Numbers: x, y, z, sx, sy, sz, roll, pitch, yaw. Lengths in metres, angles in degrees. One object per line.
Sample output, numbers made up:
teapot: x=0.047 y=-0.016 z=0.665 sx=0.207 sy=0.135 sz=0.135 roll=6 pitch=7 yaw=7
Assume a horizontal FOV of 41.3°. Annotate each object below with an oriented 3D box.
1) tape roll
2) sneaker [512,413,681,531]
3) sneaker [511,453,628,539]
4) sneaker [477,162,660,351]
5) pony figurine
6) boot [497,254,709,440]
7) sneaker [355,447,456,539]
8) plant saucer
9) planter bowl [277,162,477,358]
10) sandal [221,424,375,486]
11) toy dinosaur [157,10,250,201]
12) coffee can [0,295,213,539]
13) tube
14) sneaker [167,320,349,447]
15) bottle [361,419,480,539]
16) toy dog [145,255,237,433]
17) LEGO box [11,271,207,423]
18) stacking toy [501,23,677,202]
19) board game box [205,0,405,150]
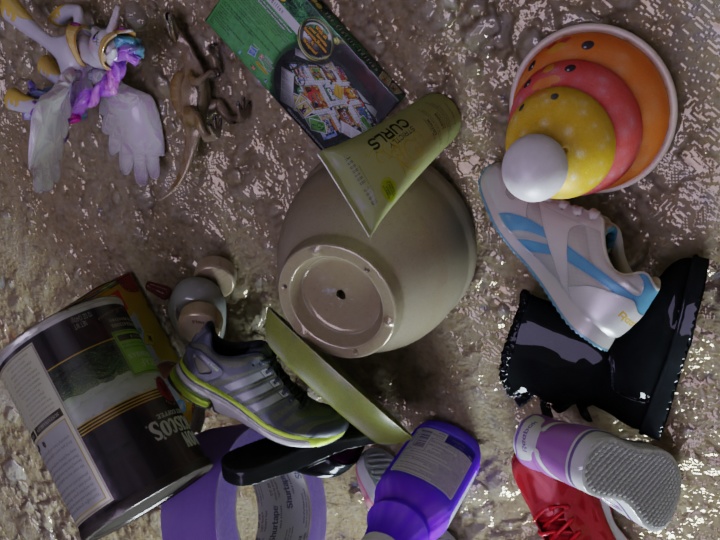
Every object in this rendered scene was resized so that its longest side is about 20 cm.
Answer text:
tape roll: x=-0.129 y=0.277 z=1.091 sx=0.084 sy=0.200 sz=0.202 roll=-13 pitch=106 yaw=31
sneaker: x=0.222 y=0.182 z=0.907 sx=0.200 sy=0.073 sz=0.114 roll=34 pitch=166 yaw=-38
sneaker: x=0.212 y=0.276 z=0.956 sx=0.200 sy=0.115 sz=0.078 roll=49 pitch=126 yaw=0
sneaker: x=0.179 y=-0.028 z=0.838 sx=0.081 sy=0.076 sz=0.201 roll=-45 pitch=61 yaw=18
pony figurine: x=-0.303 y=-0.192 z=1.014 sx=0.198 sy=0.166 sz=0.196 roll=21 pitch=115 yaw=36
boot: x=0.219 y=0.058 z=0.879 sx=0.161 sy=0.073 sz=0.201 roll=19 pitch=124 yaw=20
sneaker: x=0.036 y=0.303 z=1.089 sx=0.104 sy=0.075 sz=0.201 roll=-33 pitch=99 yaw=30
plant saucer: x=-0.029 y=0.115 z=0.977 sx=0.199 sy=0.200 sz=0.031 roll=41 pitch=86 yaw=6
planter bowl: x=0.000 y=0.000 z=0.919 sx=0.198 sy=0.135 sz=0.203 roll=11 pitch=123 yaw=18
sandal: x=-0.055 y=0.200 z=1.038 sx=0.075 sy=0.198 sz=0.049 roll=-152 pitch=53 yaw=-61
toy dinosaur: x=-0.170 y=-0.168 z=1.006 sx=0.100 sy=0.058 sz=0.203 roll=17 pitch=113 yaw=38
coffee can: x=-0.261 y=0.150 z=0.971 sx=0.146 sy=0.146 sz=0.201 roll=-39 pitch=78 yaw=36
tube: x=0.031 y=-0.101 z=0.827 sx=0.057 sy=0.200 sz=0.052 roll=24 pitch=125 yaw=17
sneaker: x=-0.100 y=0.122 z=1.005 sx=0.198 sy=0.074 sz=0.082 roll=23 pitch=106 yaw=-8
bottle: x=0.057 y=0.232 z=0.969 sx=0.083 sy=0.200 sz=0.066 roll=22 pitch=122 yaw=16
toy dog: x=-0.205 y=0.075 z=1.096 sx=0.095 sy=0.132 sz=0.202 roll=14 pitch=111 yaw=-3
LEGO box: x=-0.295 y=0.128 z=1.144 sx=0.077 sy=0.149 sz=0.202 roll=-20 pitch=102 yaw=35
stacking toy: x=0.163 y=-0.105 z=0.752 sx=0.144 sy=0.200 sz=0.148 roll=11 pitch=118 yaw=23
board game box: x=-0.056 y=-0.208 z=0.933 sx=0.200 sy=0.023 sz=0.105 roll=48 pitch=128 yaw=0
